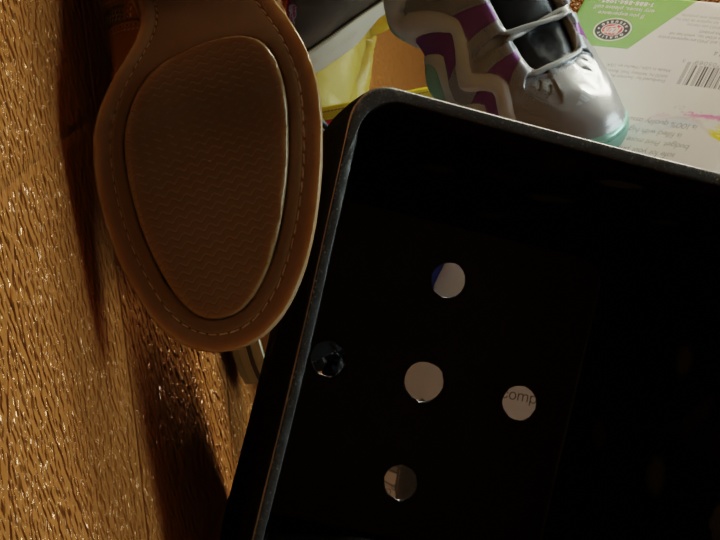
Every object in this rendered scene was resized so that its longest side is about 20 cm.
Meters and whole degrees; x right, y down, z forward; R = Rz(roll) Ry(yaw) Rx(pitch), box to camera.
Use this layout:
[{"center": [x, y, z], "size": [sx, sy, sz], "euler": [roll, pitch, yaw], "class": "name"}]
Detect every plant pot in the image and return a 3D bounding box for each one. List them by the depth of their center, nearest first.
[{"center": [0.049, 0.050, 1.039], "size": [0.177, 0.199, 0.201], "euler": [-164, -93, -76], "class": "plant pot"}]

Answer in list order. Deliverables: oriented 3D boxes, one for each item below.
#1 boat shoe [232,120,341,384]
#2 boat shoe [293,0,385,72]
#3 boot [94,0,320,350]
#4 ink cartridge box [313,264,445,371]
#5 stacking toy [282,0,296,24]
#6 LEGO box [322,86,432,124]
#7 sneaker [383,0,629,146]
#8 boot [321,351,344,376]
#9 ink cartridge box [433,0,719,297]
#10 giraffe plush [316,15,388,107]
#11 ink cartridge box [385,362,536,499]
[{"center": [-0.037, -0.046, 1.216], "size": [0.075, 0.062, 0.201], "euler": [66, 12, -62], "class": "boat shoe"}, {"center": [0.005, -0.169, 1.405], "size": [0.072, 0.200, 0.060], "euler": [18, -41, 48], "class": "boat shoe"}, {"center": [-0.049, -0.053, 0.967], "size": [0.155, 0.073, 0.201], "euler": [80, 4, -73], "class": "boot"}, {"center": [0.000, 0.000, 1.358], "size": [0.200, 0.093, 0.044], "euler": [65, 15, -73], "class": "ink cartridge box"}, {"center": [-0.046, -0.175, 1.296], "size": [0.116, 0.109, 0.201], "euler": [-88, 178, -71], "class": "stacking toy"}, {"center": [0.057, -0.037, 1.485], "size": [0.149, 0.199, 0.078], "euler": [69, 11, -68], "class": "LEGO box"}, {"center": [0.057, -0.150, 1.275], "size": [0.200, 0.078, 0.140], "euler": [46, -32, 23], "class": "sneaker"}, {"center": [0.026, 0.154, 1.387], "size": [0.169, 0.076, 0.201], "euler": [79, -4, -49], "class": "boot"}, {"center": [0.128, -0.036, 1.315], "size": [0.200, 0.117, 0.067], "euler": [-59, 143, -31], "class": "ink cartridge box"}, {"center": [0.017, -0.168, 1.527], "size": [0.173, 0.161, 0.201], "euler": [67, 13, -67], "class": "giraffe plush"}, {"center": [0.073, 0.120, 1.261], "size": [0.083, 0.146, 0.201], "euler": [40, 60, -80], "class": "ink cartridge box"}]
